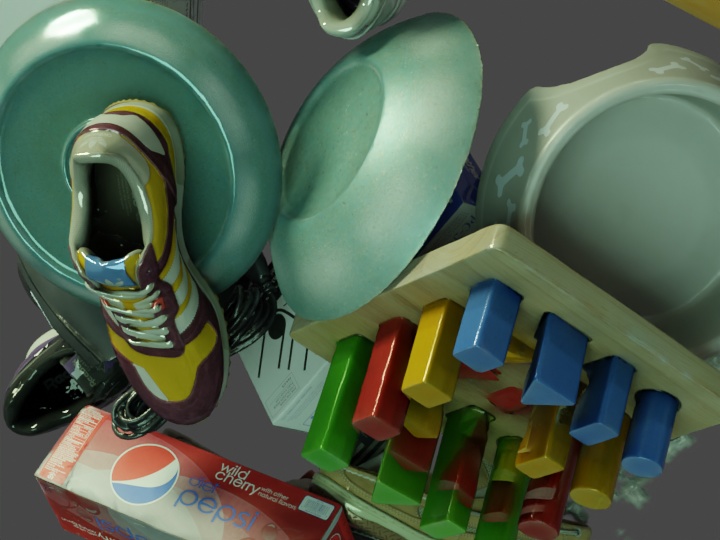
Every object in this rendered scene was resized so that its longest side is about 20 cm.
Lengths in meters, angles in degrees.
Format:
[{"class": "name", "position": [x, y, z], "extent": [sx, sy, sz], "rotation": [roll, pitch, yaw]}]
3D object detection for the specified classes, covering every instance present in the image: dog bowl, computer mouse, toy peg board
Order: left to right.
[{"class": "computer mouse", "position": [-0.140, -0.001, 1.683], "extent": [0.140, 0.200, 0.046], "rotation": [-38, 139, 0]}, {"class": "toy peg board", "position": [0.081, 0.087, 1.565], "extent": [0.199, 0.098, 0.199], "rotation": [33, 147, -26]}, {"class": "dog bowl", "position": [0.171, -0.032, 1.589], "extent": [0.199, 0.059, 0.201], "rotation": [-3, 105, -12]}]

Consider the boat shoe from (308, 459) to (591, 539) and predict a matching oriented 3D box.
[{"class": "boat shoe", "position": [0.061, 0.150, 1.709], "extent": [0.199, 0.072, 0.077], "rotation": [25, 92, -29]}]

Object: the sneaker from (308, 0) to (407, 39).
[{"class": "sneaker", "position": [-0.006, -0.233, 1.582], "extent": [0.074, 0.100, 0.201], "rotation": [-1, 109, 18]}]

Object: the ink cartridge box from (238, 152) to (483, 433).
[{"class": "ink cartridge box", "position": [0.000, 0.000, 1.673], "extent": [0.200, 0.044, 0.094], "rotation": [-49, 48, 25]}]

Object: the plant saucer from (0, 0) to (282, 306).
[{"class": "plant saucer", "position": [-0.144, -0.063, 1.599], "extent": [0.199, 0.027, 0.201], "rotation": [6, 112, 15]}]

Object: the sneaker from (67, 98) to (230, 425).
[{"class": "sneaker", "position": [-0.132, 0.007, 1.558], "extent": [0.074, 0.090, 0.201], "rotation": [-7, 109, 20]}]

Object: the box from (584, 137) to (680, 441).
[{"class": "box", "position": [0.144, 0.012, 1.662], "extent": [0.075, 0.050, 0.201], "rotation": [-11, 108, 18]}]

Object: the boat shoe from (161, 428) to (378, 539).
[{"class": "boat shoe", "position": [-0.048, 0.159, 1.764], "extent": [0.199, 0.071, 0.063], "rotation": [15, 75, 9]}]

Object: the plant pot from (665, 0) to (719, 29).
[{"class": "plant pot", "position": [0.204, -0.221, 1.492], "extent": [0.183, 0.201, 0.200], "rotation": [37, 116, -19]}]

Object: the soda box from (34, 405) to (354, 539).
[{"class": "soda box", "position": [-0.102, 0.155, 1.687], "extent": [0.199, 0.064, 0.070], "rotation": [20, 152, 25]}]

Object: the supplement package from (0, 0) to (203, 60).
[{"class": "supplement package", "position": [-0.182, -0.204, 1.634], "extent": [0.155, 0.111, 0.201], "rotation": [8, 112, 12]}]

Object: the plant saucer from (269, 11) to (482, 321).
[{"class": "plant saucer", "position": [-0.005, -0.070, 1.592], "extent": [0.039, 0.202, 0.201], "rotation": [27, 119, -28]}]

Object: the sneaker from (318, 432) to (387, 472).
[{"class": "sneaker", "position": [0.042, 0.062, 1.697], "extent": [0.073, 0.071, 0.200], "rotation": [34, 115, 0]}]

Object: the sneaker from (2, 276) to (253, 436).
[{"class": "sneaker", "position": [-0.149, 0.048, 1.733], "extent": [0.200, 0.088, 0.076], "rotation": [-37, 97, 24]}]
